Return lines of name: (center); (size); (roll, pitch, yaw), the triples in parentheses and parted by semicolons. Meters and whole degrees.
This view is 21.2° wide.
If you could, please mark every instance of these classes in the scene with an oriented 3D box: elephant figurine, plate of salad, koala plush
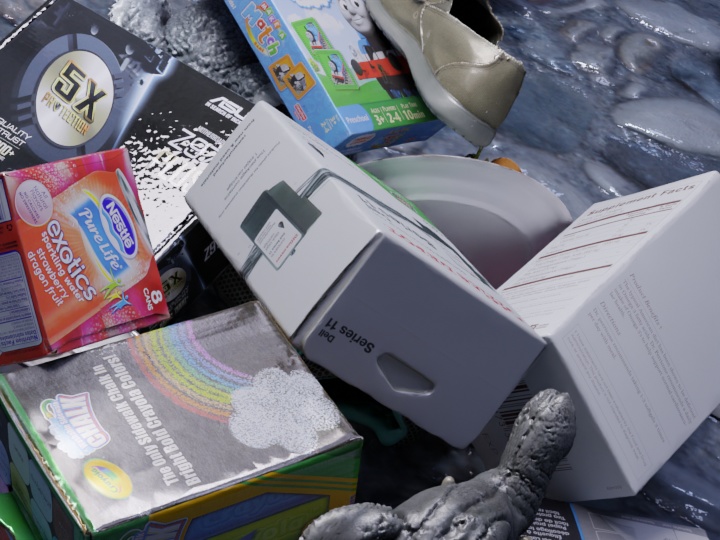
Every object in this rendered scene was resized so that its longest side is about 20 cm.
elephant figurine: (0.022, 0.164, 0.951); (0.141, 0.200, 0.155); (14, 30, -15)
plate of salad: (0.045, -0.028, 1.309); (0.200, 0.200, 0.048); (12, 57, -18)
koala plush: (-0.087, -0.147, 1.381); (0.177, 0.184, 0.200); (30, 12, 19)

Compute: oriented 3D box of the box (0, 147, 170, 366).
box: (-0.214, 0.004, 1.062); (0.200, 0.100, 0.095); (-13, 3, 39)

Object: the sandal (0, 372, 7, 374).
sandal: (-0.145, 0.077, 1.114); (0.206, 0.079, 0.059); (11, 33, -16)

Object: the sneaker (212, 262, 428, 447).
sneaker: (-0.021, 0.047, 1.260); (0.200, 0.078, 0.091); (29, 33, 17)

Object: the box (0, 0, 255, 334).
box: (-0.173, -0.066, 1.264); (0.200, 0.086, 0.164); (32, 58, 18)

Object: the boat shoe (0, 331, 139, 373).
boat shoe: (-0.193, 0.026, 1.177); (0.200, 0.070, 0.071); (25, 29, 7)

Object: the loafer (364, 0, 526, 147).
loafer: (0.063, -0.160, 1.294); (0.075, 0.070, 0.200); (31, 21, -39)

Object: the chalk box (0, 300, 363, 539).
chalk box: (-0.117, 0.120, 0.993); (0.200, 0.124, 0.124); (-16, 45, -25)

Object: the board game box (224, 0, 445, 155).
board game box: (-0.030, -0.174, 1.307); (0.200, 0.037, 0.151); (59, 30, 8)

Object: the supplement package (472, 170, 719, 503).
supplement package: (0.158, 0.043, 1.204); (0.200, 0.117, 0.117); (-38, 105, -38)

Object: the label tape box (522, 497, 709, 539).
label tape box: (0.149, 0.219, 1.087); (0.144, 0.063, 0.200); (13, 29, -15)

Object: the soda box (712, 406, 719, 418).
soda box: (0.242, 0.047, 1.445); (0.200, 0.063, 0.068); (30, 31, 15)

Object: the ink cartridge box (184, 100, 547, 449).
ink cartridge box: (0.000, 0.000, 1.128); (0.147, 0.083, 0.200); (33, 10, -34)
